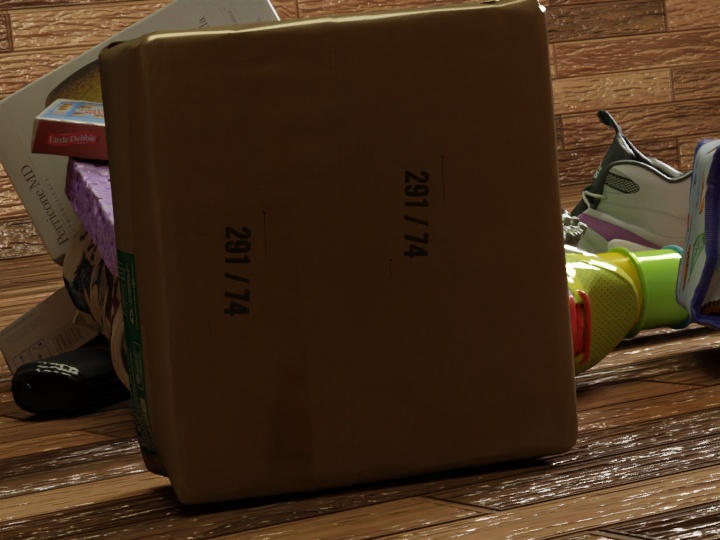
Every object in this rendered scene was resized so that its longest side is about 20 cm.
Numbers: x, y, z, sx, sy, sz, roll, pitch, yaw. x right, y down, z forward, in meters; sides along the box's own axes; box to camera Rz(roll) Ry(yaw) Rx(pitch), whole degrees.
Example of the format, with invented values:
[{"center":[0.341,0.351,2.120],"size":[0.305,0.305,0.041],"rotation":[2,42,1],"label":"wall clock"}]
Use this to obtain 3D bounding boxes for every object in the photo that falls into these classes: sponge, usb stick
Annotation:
[{"center":[-0.100,-0.031,1.246],"size":[0.111,0.030,0.200],"rotation":[3,15,-16],"label":"sponge"},{"center":[-0.151,0.060,1.371],"size":[0.055,0.033,0.200],"rotation":[-3,4,20],"label":"usb stick"}]

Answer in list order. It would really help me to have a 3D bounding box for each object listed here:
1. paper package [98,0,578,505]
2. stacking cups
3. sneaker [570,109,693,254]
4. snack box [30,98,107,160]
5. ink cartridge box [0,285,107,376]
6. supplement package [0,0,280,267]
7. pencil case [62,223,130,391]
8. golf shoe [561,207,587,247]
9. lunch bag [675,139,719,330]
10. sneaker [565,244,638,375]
[{"center":[-0.010,-0.012,0.963],"size":[0.189,0.201,0.103],"rotation":[-6,4,-12],"label":"paper package"},{"center":[0.214,0.006,1.382],"size":[0.199,0.061,0.060],"rotation":[-7,4,-24],"label":"stacking cups"},{"center":[0.163,-0.041,1.541],"size":[0.199,0.141,0.078],"rotation":[-5,4,13],"label":"sneaker"},{"center":[-0.093,-0.078,1.326],"size":[0.199,0.024,0.072],"rotation":[6,15,2],"label":"snack box"},{"center":[-0.141,0.010,1.457],"size":[0.200,0.044,0.094],"rotation":[-32,-10,30],"label":"ink cartridge box"},{"center":[-0.127,-0.093,1.429],"size":[0.199,0.114,0.110],"rotation":[-30,-9,1],"label":"supplement package"},{"center":[-0.121,0.021,1.280],"size":[0.077,0.090,0.200],"rotation":[12,11,-19],"label":"pencil case"},{"center":[0.075,0.007,1.273],"size":[0.078,0.098,0.200],"rotation":[21,16,12],"label":"golf shoe"},{"center":[0.282,-0.017,1.216],"size":[0.199,0.125,0.170],"rotation":[8,6,6],"label":"lunch bag"},{"center":[0.081,0.038,1.115],"size":[0.199,0.079,0.090],"rotation":[-15,19,-40],"label":"sneaker"}]
